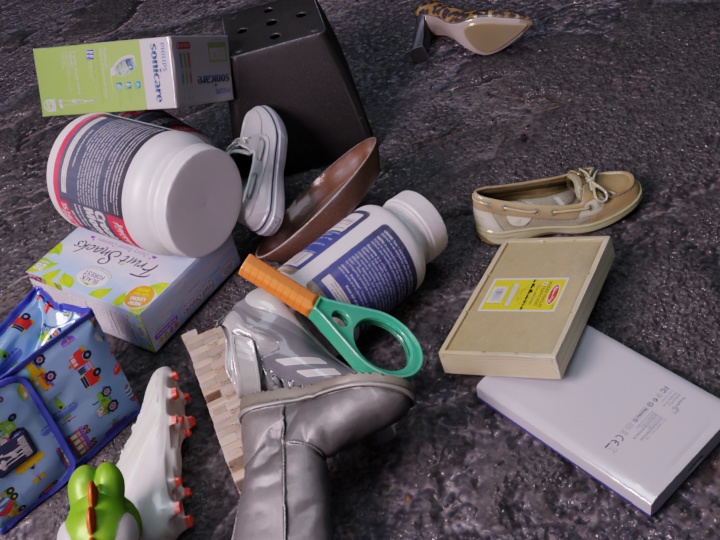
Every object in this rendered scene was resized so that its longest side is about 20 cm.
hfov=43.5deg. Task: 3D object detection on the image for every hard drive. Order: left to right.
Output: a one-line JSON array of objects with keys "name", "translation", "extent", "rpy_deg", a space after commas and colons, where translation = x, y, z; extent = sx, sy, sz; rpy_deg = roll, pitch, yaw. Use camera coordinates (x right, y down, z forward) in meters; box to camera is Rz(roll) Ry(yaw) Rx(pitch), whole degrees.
[{"name": "hard drive", "translation": [0.225, 0.124, 0.839], "extent": [0.131, 0.026, 0.199], "rpy_deg": [-36, 45, -24]}]

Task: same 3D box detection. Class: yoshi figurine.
[{"name": "yoshi figurine", "translation": [-0.209, 0.265, 0.747], "extent": [0.111, 0.111, 0.203], "rpy_deg": [-29, 59, 42]}]

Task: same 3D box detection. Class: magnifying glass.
[{"name": "magnifying glass", "translation": [-0.027, 0.045, 0.871], "extent": [0.198, 0.022, 0.080], "rpy_deg": [30, 39, -2]}]

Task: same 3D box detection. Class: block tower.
[{"name": "block tower", "translation": [-0.127, 0.133, 0.911], "extent": [0.057, 0.054, 0.200], "rpy_deg": [-22, 42, -11]}]

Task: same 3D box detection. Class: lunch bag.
[{"name": "lunch bag", "translation": [-0.333, 0.144, 0.883], "extent": [0.093, 0.152, 0.200], "rpy_deg": [16, 48, 30]}]

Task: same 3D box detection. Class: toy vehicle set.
[{"name": "toy vehicle set", "translation": [0.174, 0.033, 0.925], "extent": [0.123, 0.027, 0.200], "rpy_deg": [0, 36, 34]}]

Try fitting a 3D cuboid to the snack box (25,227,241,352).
[{"name": "snack box", "translation": [-0.274, -0.003, 1.098], "extent": [0.198, 0.068, 0.169], "rpy_deg": [16, 48, 32]}]

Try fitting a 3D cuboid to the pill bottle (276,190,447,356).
[{"name": "pill bottle", "translation": [0.000, 0.000, 0.980], "extent": [0.199, 0.112, 0.110], "rpy_deg": [-38, 46, -26]}]

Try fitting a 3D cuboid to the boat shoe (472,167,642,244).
[{"name": "boat shoe", "translation": [0.229, -0.085, 1.047], "extent": [0.198, 0.064, 0.074], "rpy_deg": [-10, 40, 5]}]

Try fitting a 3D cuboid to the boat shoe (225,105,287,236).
[{"name": "boat shoe", "translation": [-0.133, -0.137, 1.113], "extent": [0.073, 0.066, 0.202], "rpy_deg": [-41, 44, 32]}]

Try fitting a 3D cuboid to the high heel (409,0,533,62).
[{"name": "high heel", "translation": [0.174, -0.400, 1.411], "extent": [0.197, 0.072, 0.144], "rpy_deg": [-8, 46, 22]}]

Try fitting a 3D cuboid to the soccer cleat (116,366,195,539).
[{"name": "soccer cleat", "translation": [-0.206, 0.176, 0.878], "extent": [0.077, 0.070, 0.201], "rpy_deg": [-15, 43, 4]}]

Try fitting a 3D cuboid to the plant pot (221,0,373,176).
[{"name": "plant pot", "translation": [-0.103, -0.266, 1.263], "extent": [0.197, 0.179, 0.201], "rpy_deg": [-15, 41, -1]}]

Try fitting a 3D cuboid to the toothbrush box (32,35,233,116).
[{"name": "toothbrush box", "translation": [-0.281, -0.245, 1.132], "extent": [0.197, 0.087, 0.145], "rpy_deg": [2, 14, 21]}]

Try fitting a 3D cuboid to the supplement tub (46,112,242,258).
[{"name": "supplement tub", "translation": [-0.250, -0.098, 1.040], "extent": [0.198, 0.141, 0.141], "rpy_deg": [17, 49, 32]}]

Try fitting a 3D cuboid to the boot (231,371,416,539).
[{"name": "boot", "translation": [-0.033, 0.196, 0.758], "extent": [0.180, 0.073, 0.202], "rpy_deg": [-15, 52, 16]}]

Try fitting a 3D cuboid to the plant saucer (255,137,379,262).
[{"name": "plant saucer", "translation": [-0.044, -0.077, 1.075], "extent": [0.200, 0.034, 0.201], "rpy_deg": [-43, 13, 12]}]

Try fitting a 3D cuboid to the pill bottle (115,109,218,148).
[{"name": "pill bottle", "translation": [-0.251, -0.137, 1.205], "extent": [0.119, 0.121, 0.199], "rpy_deg": [-36, 45, -24]}]

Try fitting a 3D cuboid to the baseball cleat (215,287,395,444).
[{"name": "baseball cleat", "translation": [-0.059, 0.110, 0.868], "extent": [0.106, 0.070, 0.200], "rpy_deg": [-39, 74, -25]}]
